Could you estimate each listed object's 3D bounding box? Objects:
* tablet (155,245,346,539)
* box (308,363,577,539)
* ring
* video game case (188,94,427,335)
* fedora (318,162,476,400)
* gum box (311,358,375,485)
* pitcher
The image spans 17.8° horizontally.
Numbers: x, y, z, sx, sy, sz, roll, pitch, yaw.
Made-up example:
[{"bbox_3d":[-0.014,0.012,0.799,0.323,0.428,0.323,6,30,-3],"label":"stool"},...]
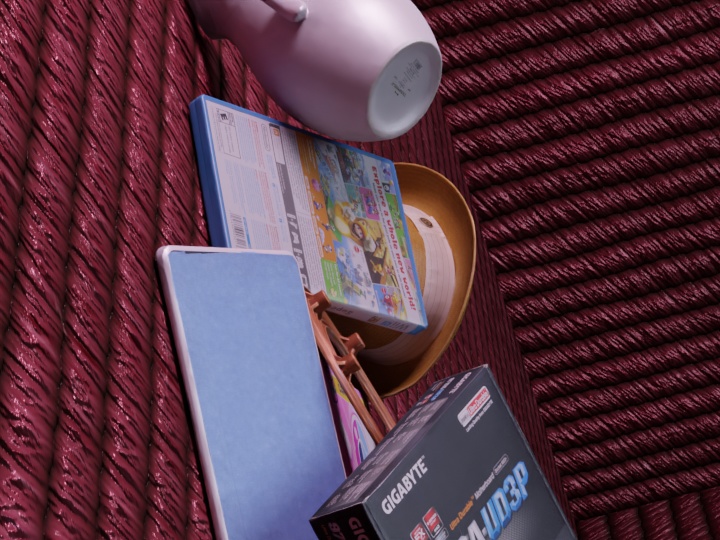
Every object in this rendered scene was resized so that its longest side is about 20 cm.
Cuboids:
[{"bbox_3d":[-0.062,0.082,1.419,0.130,0.014,0.201,2,72,-51],"label":"tablet"},{"bbox_3d":[0.061,0.172,1.442,0.159,0.046,0.200,62,33,-9],"label":"box"},{"bbox_3d":[0.014,0.093,1.555,0.201,0.019,0.200,58,2,-4],"label":"ring"},{"bbox_3d":[-0.036,-0.038,1.655,0.199,0.018,0.144,17,52,-44],"label":"video game case"},{"bbox_3d":[0.000,0.000,1.784,0.082,0.200,0.201,21,48,-42],"label":"fedora"},{"bbox_3d":[-0.028,0.136,1.564,0.200,0.066,0.114,48,29,-75],"label":"gum box"},{"bbox_3d":[-0.048,-0.184,1.693,0.200,0.122,0.171,34,1,32],"label":"pitcher"}]
